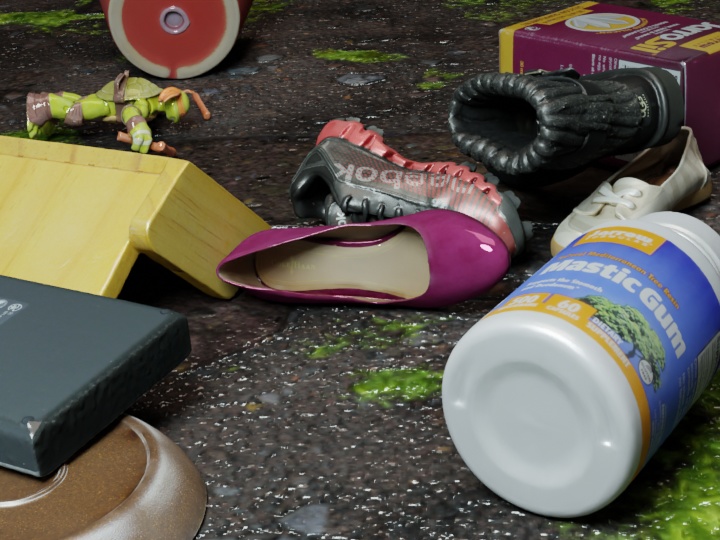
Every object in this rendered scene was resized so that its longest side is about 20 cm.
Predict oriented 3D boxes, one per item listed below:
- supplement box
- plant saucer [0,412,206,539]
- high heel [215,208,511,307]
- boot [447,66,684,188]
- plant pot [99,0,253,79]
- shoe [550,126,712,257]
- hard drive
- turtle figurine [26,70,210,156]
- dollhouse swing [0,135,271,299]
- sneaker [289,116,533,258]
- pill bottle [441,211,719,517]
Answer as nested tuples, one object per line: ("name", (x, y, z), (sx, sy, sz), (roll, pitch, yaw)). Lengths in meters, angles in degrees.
("supplement box", (0.232, -0.159, 1.231), (0.130, 0.105, 0.199), (-22, 30, -39))
("plant saucer", (-0.181, 0.120, 0.755), (0.197, 0.033, 0.201), (-3, 25, 1))
("high heel", (0.000, 0.000, 0.950), (0.198, 0.069, 0.096), (-4, 8, 41))
("boot", (0.119, -0.104, 1.069), (0.156, 0.081, 0.210), (-14, -3, -35))
("plant pot", (-0.203, -0.311, 1.570), (0.197, 0.203, 0.178), (-5, 33, -3))
("shoe", (0.201, -0.056, 1.062), (0.069, 0.054, 0.199), (13, 29, 35))
("hard drive", (-0.217, 0.050, 0.830), (0.198, 0.033, 0.139), (10, 31, 29))
("turtle figurine", (-0.228, -0.151, 1.337), (0.159, 0.065, 0.201), (-3, 24, 2))
("dollhouse swing", (-0.201, 0.011, 1.002), (0.197, 0.178, 0.182), (8, -15, 27))
("sneaker", (0.028, -0.043, 1.047), (0.199, 0.071, 0.098), (25, 52, 31))
("pill bottle", (0.137, 0.039, 0.784), (0.111, 0.114, 0.200), (11, 28, 31))
